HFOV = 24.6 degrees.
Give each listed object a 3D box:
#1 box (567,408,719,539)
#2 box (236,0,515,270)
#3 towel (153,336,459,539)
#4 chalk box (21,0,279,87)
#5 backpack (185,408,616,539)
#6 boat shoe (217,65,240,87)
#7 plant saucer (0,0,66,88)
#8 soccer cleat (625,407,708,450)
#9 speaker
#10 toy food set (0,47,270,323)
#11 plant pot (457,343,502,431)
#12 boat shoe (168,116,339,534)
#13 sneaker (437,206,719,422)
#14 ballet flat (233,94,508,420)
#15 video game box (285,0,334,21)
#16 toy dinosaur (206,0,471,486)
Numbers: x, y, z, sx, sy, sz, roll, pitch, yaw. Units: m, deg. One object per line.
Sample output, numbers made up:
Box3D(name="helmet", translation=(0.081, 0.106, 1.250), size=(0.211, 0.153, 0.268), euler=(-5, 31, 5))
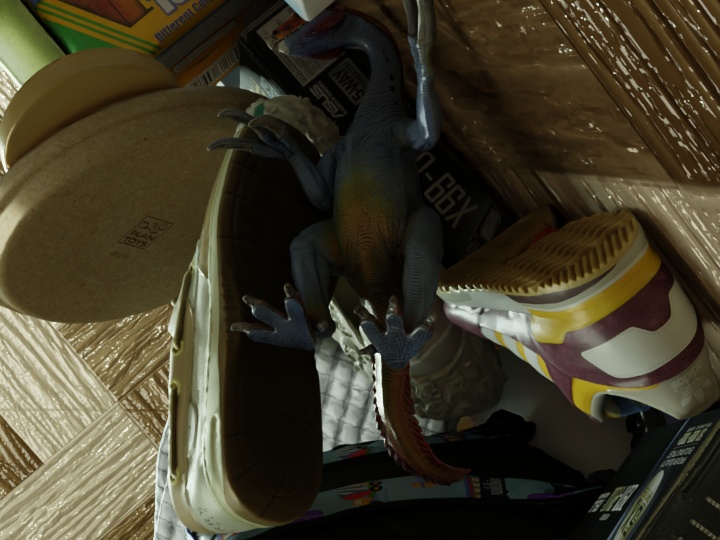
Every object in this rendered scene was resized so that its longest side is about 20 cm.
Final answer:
Box3D(name="box", translation=(0.180, 0.149, 0.633), size=(0.200, 0.086, 0.164), euler=(37, 172, 4))
Box3D(name="box", translation=(0.012, -0.057, 0.942), size=(0.200, 0.050, 0.158), euler=(49, 173, 1))
Box3D(name="towel", translation=(-0.029, 0.105, 0.960), size=(0.165, 0.200, 0.086), euler=(18, -155, 13))
Box3D(name="chalk box", translation=(-0.150, -0.193, 0.933), size=(0.200, 0.125, 0.124), euler=(48, 174, 8))
Box3D(name="backpack", translation=(0.021, 0.155, 0.794), size=(0.183, 0.200, 0.135), euler=(-155, 61, -73))
Box3D(name="boat shoe", translation=(-0.101, -0.162, 1.046), size=(0.200, 0.069, 0.057), euler=(49, 175, -13))
Box3D(name="plant saucer", translation=(-0.193, -0.124, 0.952), size=(0.200, 0.031, 0.200), euler=(49, 174, 7))
Box3D(name="soccer cleat", translation=(0.186, 0.125, 0.772), size=(0.068, 0.073, 0.200), euler=(67, 179, -67))
Box3D(name="speaker", translation=(0.146, 0.115, 0.884), size=(0.200, 0.081, 0.081), euler=(46, 173, 36))
Box3D(name="toy food set", translation=(-0.127, -0.038, 0.901), size=(0.200, 0.198, 0.049), euler=(0, -129, -45))
Box3D(name="plant pot", translation=(0.072, 0.134, 1.121), size=(0.200, 0.200, 0.183), euler=(53, -171, -27))
Box3D(name="boat shoe", translation=(-0.056, 0.023, 0.746), size=(0.074, 0.200, 0.066), euler=(27, 143, -33))
Box3D(name="sneaker", translation=(0.094, 0.026, 0.747), size=(0.090, 0.075, 0.200), euler=(56, 174, -8))
Box3D(name="ballet flat", translation=(0.000, 0.000, 0.832), size=(0.200, 0.072, 0.072), euler=(52, 174, -4))
Box3D(name="video game box", translation=(-0.076, -0.212, 0.665), size=(0.182, 0.047, 0.200), euler=(50, 174, 16))
Box3D(name="toy dinosaur", translation=(-0.006, -0.034, 0.750), size=(0.182, 0.105, 0.200), euler=(-78, -20, -49))
